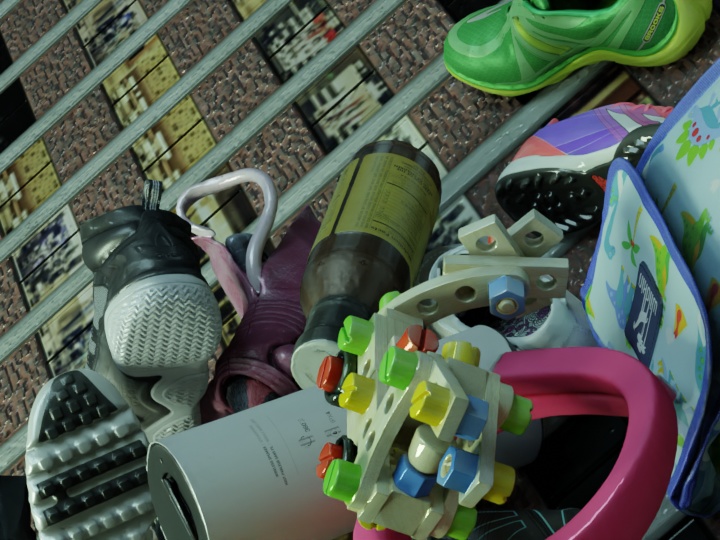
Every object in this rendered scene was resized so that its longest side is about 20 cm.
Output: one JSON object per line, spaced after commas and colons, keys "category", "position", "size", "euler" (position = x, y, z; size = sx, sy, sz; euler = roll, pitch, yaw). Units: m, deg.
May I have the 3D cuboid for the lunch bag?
{"category": "lunch bag", "position": [0.197, 0.001, 1.249], "size": [0.200, 0.127, 0.170], "euler": [-50, 32, 22]}

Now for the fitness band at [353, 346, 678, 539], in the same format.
{"category": "fitness band", "position": [0.074, 0.101, 1.205], "size": [0.200, 0.037, 0.144], "euler": [-6, 43, 56]}

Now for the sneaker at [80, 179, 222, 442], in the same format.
{"category": "sneaker", "position": [-0.130, 0.037, 1.469], "size": [0.200, 0.075, 0.114], "euler": [114, 152, -48]}

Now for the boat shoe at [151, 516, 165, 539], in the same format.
{"category": "boat shoe", "position": [-0.083, 0.146, 1.461], "size": [0.076, 0.060, 0.200], "euler": [-50, 31, -8]}

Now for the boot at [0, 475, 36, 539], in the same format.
{"category": "boot", "position": [-0.229, 0.229, 1.519], "size": [0.200, 0.066, 0.165], "euler": [-125, 52, -68]}

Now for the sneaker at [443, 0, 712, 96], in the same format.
{"category": "sneaker", "position": [0.125, -0.163, 1.557], "size": [0.200, 0.084, 0.074], "euler": [-9, 46, 46]}

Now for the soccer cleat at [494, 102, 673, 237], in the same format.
{"category": "soccer cleat", "position": [0.163, -0.069, 1.422], "size": [0.200, 0.068, 0.073], "euler": [-10, 41, 47]}

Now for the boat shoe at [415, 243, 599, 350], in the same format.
{"category": "boat shoe", "position": [0.073, 0.018, 1.417], "size": [0.072, 0.069, 0.200], "euler": [-45, 30, 1]}

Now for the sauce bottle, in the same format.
{"category": "sauce bottle", "position": [0.000, 0.000, 1.437], "size": [0.065, 0.065, 0.200], "euler": [-26, 23, 29]}

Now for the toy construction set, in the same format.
{"category": "toy construction set", "position": [0.034, 0.049, 1.198], "size": [0.131, 0.092, 0.200], "euler": [-59, 5, 36]}

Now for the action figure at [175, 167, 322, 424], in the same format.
{"category": "action figure", "position": [-0.043, 0.036, 1.474], "size": [0.134, 0.149, 0.200], "euler": [-22, 23, 24]}

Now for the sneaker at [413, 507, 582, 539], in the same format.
{"category": "sneaker", "position": [0.090, 0.154, 1.256], "size": [0.079, 0.076, 0.200], "euler": [-22, 17, -20]}

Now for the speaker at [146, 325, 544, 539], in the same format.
{"category": "speaker", "position": [-0.009, 0.095, 1.320], "size": [0.200, 0.081, 0.081], "euler": [-19, 23, -23]}

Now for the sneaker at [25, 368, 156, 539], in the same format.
{"category": "sneaker", "position": [-0.145, 0.151, 1.419], "size": [0.075, 0.200, 0.081], "euler": [-16, 11, -15]}

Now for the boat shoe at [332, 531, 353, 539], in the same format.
{"category": "boat shoe", "position": [-0.008, 0.202, 1.317], "size": [0.073, 0.063, 0.200], "euler": [-44, 24, 33]}
